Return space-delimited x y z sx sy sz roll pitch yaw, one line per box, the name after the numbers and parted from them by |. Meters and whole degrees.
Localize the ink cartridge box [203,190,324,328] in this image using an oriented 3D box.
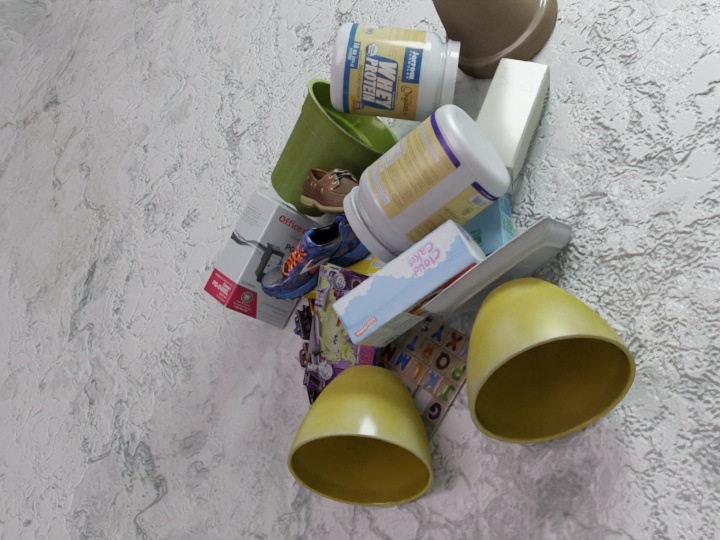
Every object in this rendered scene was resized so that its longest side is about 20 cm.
-0.161 -0.018 1.370 0.083 0.145 0.201 30 93 45 | ink cartridge box

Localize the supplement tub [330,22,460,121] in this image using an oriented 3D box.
0.057 -0.324 1.270 0.198 0.145 0.146 7 68 5 | supplement tub

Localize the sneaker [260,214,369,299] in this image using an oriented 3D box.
-0.079 -0.027 1.229 0.199 0.079 0.076 -33 42 10 | sneaker

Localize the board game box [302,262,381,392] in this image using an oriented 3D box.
-0.023 0.101 1.187 0.119 0.032 0.202 16 106 25 | board game box

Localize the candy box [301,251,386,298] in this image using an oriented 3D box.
0.000 0.000 1.227 0.199 0.026 0.103 1 55 36 | candy box

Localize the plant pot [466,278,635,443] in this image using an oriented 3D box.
0.214 0.095 0.955 0.199 0.200 0.143 -36 40 21 | plant pot

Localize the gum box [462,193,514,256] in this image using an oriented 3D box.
0.151 -0.085 1.214 0.169 0.044 0.202 -23 55 31 | gum box

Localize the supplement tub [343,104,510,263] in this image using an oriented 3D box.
0.089 -0.113 1.066 0.199 0.145 0.146 -37 48 24 | supplement tub

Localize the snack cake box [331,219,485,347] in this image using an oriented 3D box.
0.073 0.022 1.052 0.199 0.115 0.068 -36 71 14 | snack cake box

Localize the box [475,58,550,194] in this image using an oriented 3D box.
0.222 -0.220 1.169 0.081 0.069 0.201 16 66 21 | box

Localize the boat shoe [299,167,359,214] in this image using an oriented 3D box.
-0.038 -0.128 1.234 0.200 0.071 0.068 18 109 57 | boat shoe

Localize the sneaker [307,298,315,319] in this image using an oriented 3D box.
-0.055 0.045 1.302 0.078 0.077 0.201 -42 45 18 | sneaker

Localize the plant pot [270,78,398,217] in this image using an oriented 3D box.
-0.063 -0.204 1.384 0.190 0.199 0.201 -49 44 26 | plant pot

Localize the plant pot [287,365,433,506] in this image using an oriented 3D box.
0.006 0.220 1.088 0.199 0.200 0.143 -23 40 30 | plant pot

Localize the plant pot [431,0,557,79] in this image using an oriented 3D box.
0.199 -0.449 1.278 0.199 0.174 0.202 -21 54 32 | plant pot

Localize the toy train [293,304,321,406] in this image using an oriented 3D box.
-0.082 0.146 1.303 0.046 0.034 0.201 -41 46 33 | toy train

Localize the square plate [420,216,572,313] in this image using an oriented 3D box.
0.193 0.002 1.040 0.198 0.200 0.029 -39 74 19 | square plate

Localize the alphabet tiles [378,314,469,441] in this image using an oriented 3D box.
0.076 0.146 1.182 0.199 0.008 0.168 30 89 45 | alphabet tiles
